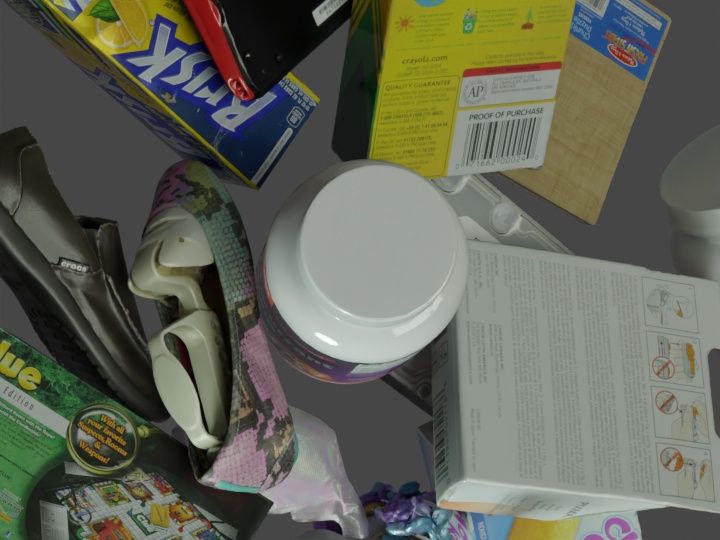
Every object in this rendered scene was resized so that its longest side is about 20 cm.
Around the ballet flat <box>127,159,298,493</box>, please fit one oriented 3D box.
[{"bbox_3d":[-0.090,0.027,1.198,0.071,0.069,0.201,2,65,-46],"label":"ballet flat"}]

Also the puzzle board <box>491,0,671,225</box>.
[{"bbox_3d":[0.102,-0.136,1.378,0.200,0.017,0.151,27,80,-33],"label":"puzzle board"}]

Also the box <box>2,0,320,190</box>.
[{"bbox_3d":[-0.119,-0.132,1.215,0.200,0.064,0.070,42,76,-30],"label":"box"}]

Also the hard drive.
[{"bbox_3d":[0.069,0.024,1.376,0.200,0.038,0.140,38,77,-30],"label":"hard drive"}]

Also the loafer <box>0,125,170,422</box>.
[{"bbox_3d":[-0.154,0.002,1.210,0.071,0.073,0.200,-44,119,-19],"label":"loafer"}]

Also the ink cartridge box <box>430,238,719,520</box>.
[{"bbox_3d":[0.140,0.072,1.312,0.199,0.050,0.163,10,61,-21],"label":"ink cartridge box"}]

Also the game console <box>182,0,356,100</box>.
[{"bbox_3d":[-0.049,-0.216,1.227,0.200,0.031,0.177,-46,122,-41],"label":"game console"}]

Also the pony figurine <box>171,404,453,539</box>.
[{"bbox_3d":[-0.018,0.174,1.277,0.192,0.200,0.167,9,102,-18],"label":"pony figurine"}]

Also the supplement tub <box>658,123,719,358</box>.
[{"bbox_3d":[0.293,0.004,1.449,0.144,0.144,0.200,-40,116,-20],"label":"supplement tub"}]

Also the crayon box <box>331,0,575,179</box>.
[{"bbox_3d":[0.061,-0.151,1.256,0.127,0.051,0.201,-7,125,-26],"label":"crayon box"}]

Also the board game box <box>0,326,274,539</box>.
[{"bbox_3d":[-0.158,0.117,1.190,0.200,0.023,0.105,33,70,0],"label":"board game box"}]

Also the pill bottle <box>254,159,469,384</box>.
[{"bbox_3d":[0.000,0.000,1.206,0.111,0.200,0.112,1,81,-6],"label":"pill bottle"}]

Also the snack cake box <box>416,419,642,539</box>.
[{"bbox_3d":[0.116,0.171,1.382,0.115,0.067,0.201,-23,121,-14],"label":"snack cake box"}]
